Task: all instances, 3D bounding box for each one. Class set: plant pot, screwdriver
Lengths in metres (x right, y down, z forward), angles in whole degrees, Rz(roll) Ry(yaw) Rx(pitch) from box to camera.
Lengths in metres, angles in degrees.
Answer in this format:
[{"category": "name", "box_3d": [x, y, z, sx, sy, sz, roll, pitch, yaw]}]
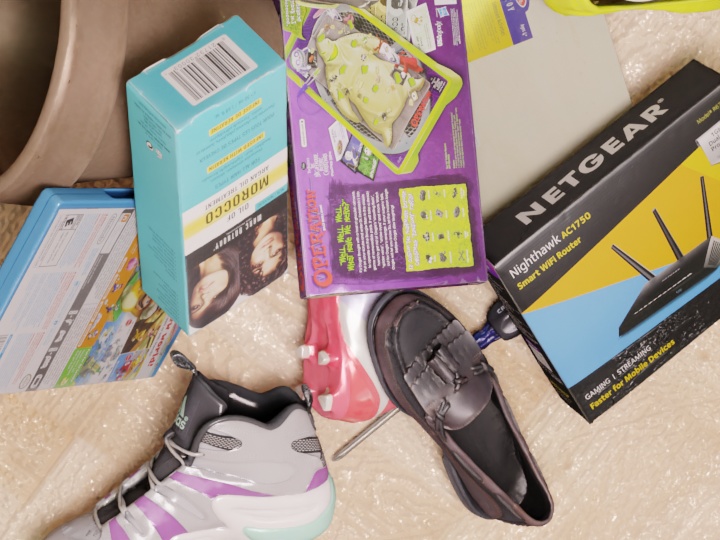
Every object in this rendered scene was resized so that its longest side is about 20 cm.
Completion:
[{"category": "plant pot", "box_3d": [-0.146, -0.134, 1.589, 0.173, 0.200, 0.202, 5, 102, -32]}, {"category": "screwdriver", "box_3d": [0.057, 0.061, 1.756, 0.199, 0.028, 0.029, -35, 78, 3]}]

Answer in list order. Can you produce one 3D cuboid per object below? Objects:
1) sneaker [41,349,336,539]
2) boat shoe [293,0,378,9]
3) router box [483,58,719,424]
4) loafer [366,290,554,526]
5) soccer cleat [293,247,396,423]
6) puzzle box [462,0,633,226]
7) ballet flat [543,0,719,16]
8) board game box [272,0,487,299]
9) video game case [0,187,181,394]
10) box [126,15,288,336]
[{"category": "sneaker", "box_3d": [-0.120, 0.119, 1.689, 0.198, 0.078, 0.141, -15, 115, -13]}, {"category": "boat shoe", "box_3d": [-0.068, -0.206, 1.570, 0.201, 0.060, 0.073, 20, 71, -29]}, {"category": "router box", "box_3d": [0.185, -0.019, 1.724, 0.200, 0.051, 0.150, -39, 122, -7]}, {"category": "loafer", "box_3d": [0.073, 0.092, 1.716, 0.072, 0.063, 0.201, -44, 126, -19]}, {"category": "soccer cleat", "box_3d": [0.000, 0.000, 1.711, 0.076, 0.067, 0.202, -4, 102, -36]}, {"category": "puzzle box", "box_3d": [0.102, -0.132, 1.717, 0.132, 0.025, 0.201, -21, 106, -7]}, {"category": "ballet flat", "box_3d": [0.210, -0.195, 1.689, 0.199, 0.067, 0.067, -11, 104, -21]}, {"category": "board game box", "box_3d": [0.012, -0.087, 1.650, 0.119, 0.032, 0.202, -4, 86, -16]}, {"category": "video game case", "box_3d": [-0.158, 0.011, 1.607, 0.018, 0.199, 0.144, 39, 111, 25]}, {"category": "box", "box_3d": [-0.088, -0.052, 1.548, 0.082, 0.049, 0.201, -34, 151, -23]}]
